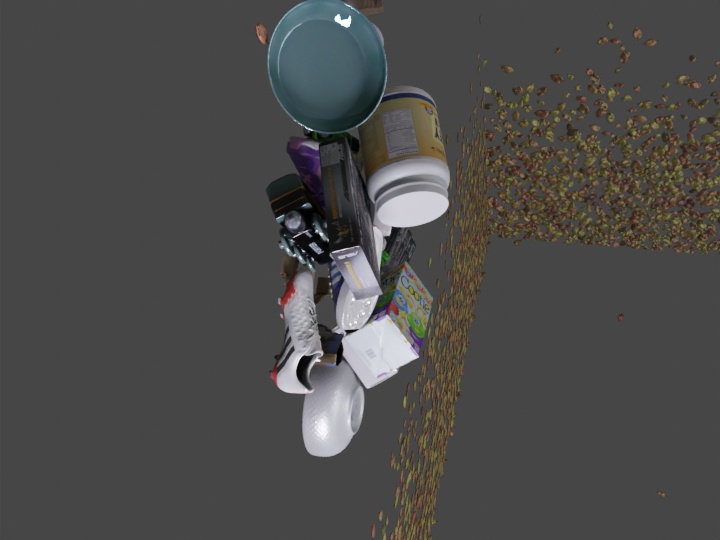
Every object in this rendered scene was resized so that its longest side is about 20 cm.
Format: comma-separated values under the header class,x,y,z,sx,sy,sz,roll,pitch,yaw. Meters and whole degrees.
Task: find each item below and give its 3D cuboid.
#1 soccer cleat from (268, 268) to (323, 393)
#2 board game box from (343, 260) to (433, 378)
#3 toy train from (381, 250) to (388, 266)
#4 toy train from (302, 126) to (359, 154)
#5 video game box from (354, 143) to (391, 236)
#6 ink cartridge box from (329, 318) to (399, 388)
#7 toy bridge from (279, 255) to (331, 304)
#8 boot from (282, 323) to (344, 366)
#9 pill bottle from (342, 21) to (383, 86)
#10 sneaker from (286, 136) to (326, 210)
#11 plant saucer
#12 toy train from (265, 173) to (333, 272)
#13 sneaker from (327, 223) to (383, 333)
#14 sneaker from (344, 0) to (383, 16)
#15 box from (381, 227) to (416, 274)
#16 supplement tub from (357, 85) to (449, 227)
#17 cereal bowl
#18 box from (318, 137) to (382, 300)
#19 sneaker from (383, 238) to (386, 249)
class,x,y,z,sx,sy,sz,roll,pitch,yaw
soccer cleat,-0.093,0.101,1.152,0.068,0.084,0.203,10,91,-56
board game box,0.059,0.089,1.349,0.105,0.102,0.201,51,28,-16
toy train,0.000,0.000,1.382,0.042,0.056,0.200,-43,-176,34
toy train,-0.049,-0.237,1.277,0.200,0.055,0.042,-7,102,-74
video game box,0.016,-0.155,1.370,0.182,0.046,0.203,-14,-115,63
ink cartridge box,0.026,0.127,1.473,0.147,0.084,0.200,54,24,-8
toy bridge,-0.097,0.028,1.249,0.200,0.027,0.068,36,61,-70
boot,-0.062,0.143,1.284,0.200,0.095,0.076,-20,115,-71
pill bottle,-0.022,-0.358,1.234,0.201,0.110,0.113,-67,156,-46
sneaker,-0.075,-0.157,1.196,0.090,0.080,0.200,-67,159,-8
plant saucer,-0.054,-0.313,1.096,0.036,0.197,0.204,-167,-100,-66
toy train,-0.085,-0.074,1.136,0.200,0.084,0.115,44,23,-70
sneaker,-0.035,-0.005,1.271,0.080,0.146,0.203,1,106,-40
sneaker,-0.003,-0.515,1.321,0.200,0.069,0.077,-55,146,-60
box,0.062,-0.010,1.667,0.202,0.043,0.160,-65,158,-14
supplement tub,0.073,-0.191,1.200,0.145,0.142,0.203,54,26,-66
cereal bowl,-0.044,0.272,1.414,0.200,0.082,0.204,5,90,-74
box,-0.015,-0.079,1.110,0.159,0.048,0.203,64,17,-60
sneaker,-0.014,-0.018,1.485,0.082,0.074,0.202,49,43,-30
